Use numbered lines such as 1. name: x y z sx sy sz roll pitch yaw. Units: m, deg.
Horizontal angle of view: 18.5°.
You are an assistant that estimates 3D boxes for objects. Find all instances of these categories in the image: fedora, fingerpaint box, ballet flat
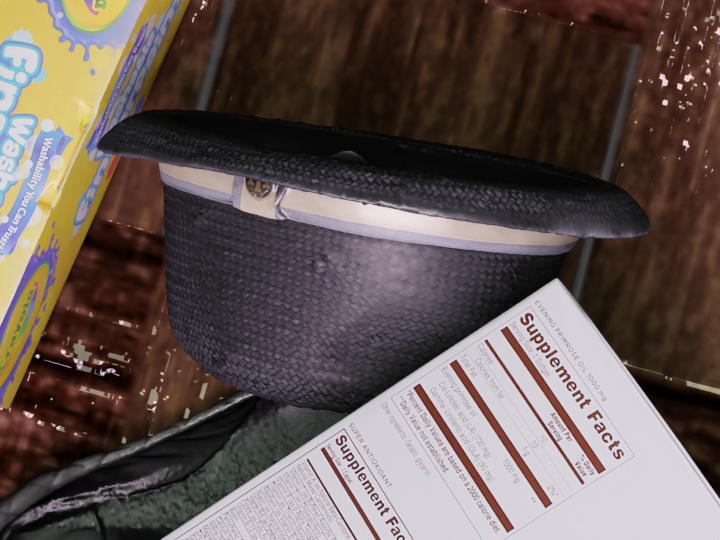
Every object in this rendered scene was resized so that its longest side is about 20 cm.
1. fedora: 0.000 0.000 0.797 0.200 0.201 0.092 9 98 4
2. fingerpaint box: -0.176 -0.070 0.859 0.166 0.073 0.201 23 87 6
3. ballet flat: -0.053 0.082 0.845 0.200 0.057 0.067 -25 80 -5

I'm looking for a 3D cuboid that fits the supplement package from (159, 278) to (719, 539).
1. supplement package: 0.038 0.145 0.752 0.200 0.191 0.147 -33 62 -1
